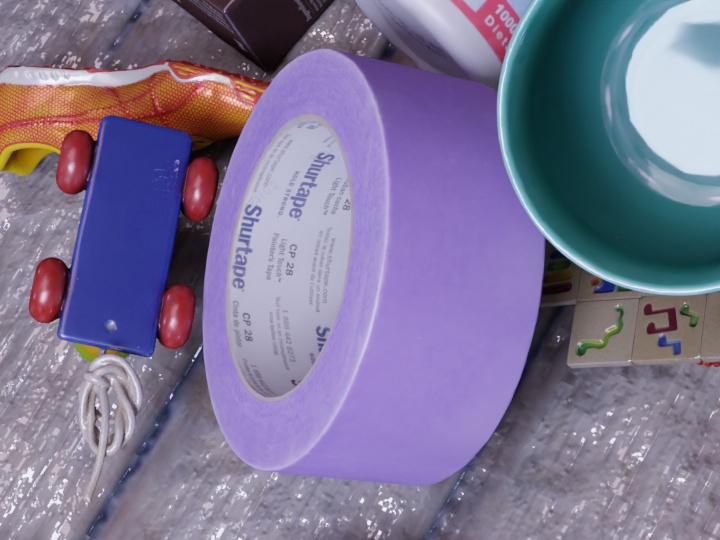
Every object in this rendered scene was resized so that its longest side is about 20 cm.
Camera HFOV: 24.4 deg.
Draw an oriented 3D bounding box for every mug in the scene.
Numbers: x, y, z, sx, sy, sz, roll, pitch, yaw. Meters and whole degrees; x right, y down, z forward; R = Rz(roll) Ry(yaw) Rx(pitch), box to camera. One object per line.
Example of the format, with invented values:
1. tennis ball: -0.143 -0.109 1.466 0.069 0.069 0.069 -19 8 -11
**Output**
1. mug: 0.156 -0.083 0.717 0.185 0.114 0.153 -39 84 21

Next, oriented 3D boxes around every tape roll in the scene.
1. tape roll: 0.000 0.000 0.804 0.200 0.084 0.202 -29 57 56

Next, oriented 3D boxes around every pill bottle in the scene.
1. pill bottle: 0.092 -0.191 0.853 0.200 0.109 0.109 -47 59 -4

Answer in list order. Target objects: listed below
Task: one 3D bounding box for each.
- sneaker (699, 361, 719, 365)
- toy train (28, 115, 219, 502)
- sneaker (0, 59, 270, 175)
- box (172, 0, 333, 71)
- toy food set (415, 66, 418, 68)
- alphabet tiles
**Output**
1. sneaker: 0.227 -0.029 0.792 0.198 0.073 0.078 -25 62 9
2. toy train: -0.137 0.030 0.898 0.084 0.116 0.202 11 74 -10
3. sneaker: -0.126 -0.083 0.980 0.198 0.073 0.078 -1 87 25
4. box: -0.033 -0.230 0.999 0.100 0.075 0.200 38 85 31
5. toy food set: 0.118 -0.154 0.917 0.197 0.049 0.201 22 76 29
6. alphabet tiles: 0.170 -0.033 0.783 0.198 0.006 0.168 -5 58 32
